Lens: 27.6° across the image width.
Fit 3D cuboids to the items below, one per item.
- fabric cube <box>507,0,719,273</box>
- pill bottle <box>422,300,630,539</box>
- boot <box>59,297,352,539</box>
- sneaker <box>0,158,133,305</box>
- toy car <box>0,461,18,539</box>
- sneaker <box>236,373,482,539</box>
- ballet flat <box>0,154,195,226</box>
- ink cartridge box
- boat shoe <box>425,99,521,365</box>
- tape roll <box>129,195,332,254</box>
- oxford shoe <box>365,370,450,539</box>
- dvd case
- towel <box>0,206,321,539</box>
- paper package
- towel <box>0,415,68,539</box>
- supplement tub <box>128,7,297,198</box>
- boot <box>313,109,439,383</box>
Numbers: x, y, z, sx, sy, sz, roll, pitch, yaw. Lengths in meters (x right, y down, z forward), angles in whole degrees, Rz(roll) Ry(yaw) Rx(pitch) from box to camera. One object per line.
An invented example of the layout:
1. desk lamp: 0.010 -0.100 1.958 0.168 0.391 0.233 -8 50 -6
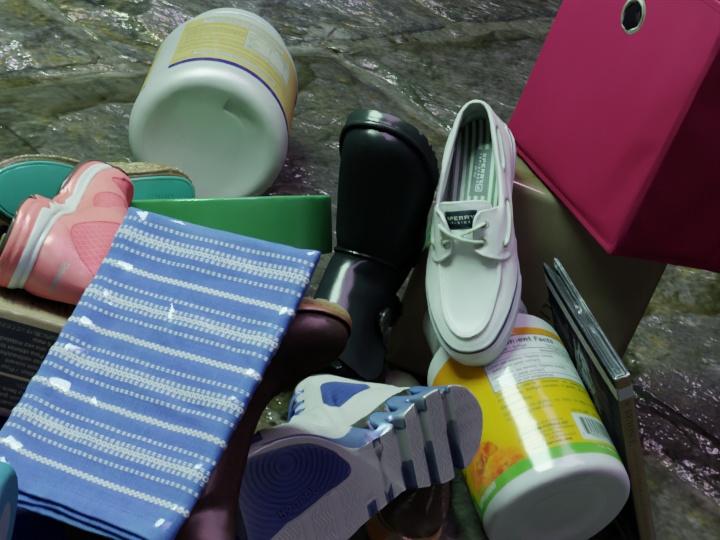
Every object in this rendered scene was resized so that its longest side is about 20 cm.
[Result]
1. fabric cube: 0.263 -0.132 1.146 0.199 0.200 0.196 9 29 -30
2. pill bottle: 0.115 0.104 1.107 0.111 0.111 0.200 6 43 -29
3. boot: -0.082 0.115 0.847 0.199 0.072 0.167 -21 54 5
4. sneaker: -0.179 -0.015 0.989 0.087 0.074 0.200 28 18 -1
5. toy car: -0.259 0.101 0.772 0.183 0.177 0.200 10 36 -2
6. sneaker: -0.026 0.123 0.977 0.199 0.081 0.115 -16 13 -35
7. ballet flat: -0.238 -0.063 1.246 0.199 0.071 0.065 4 5 -37
8. ink cartridge box: -0.182 0.049 1.004 0.164 0.075 0.200 17 10 -13
9. boat shoe: 0.078 -0.032 1.088 0.073 0.067 0.201 -7 64 17
10. tape roll: -0.122 -0.034 1.168 0.199 0.048 0.200 -2 2 0
11. oxford shoe: 0.041 0.126 1.088 0.071 0.073 0.200 15 28 -13
12. dvd case: 0.184 0.109 1.117 0.016 0.201 0.149 -19 36 -3
13. towel: -0.124 0.057 0.843 0.144 0.024 0.201 13 64 30
14. paper package: 0.141 0.010 1.235 0.190 0.201 0.104 20 26 -3
15. towel: -0.174 0.158 0.894 0.199 0.050 0.148 23 26 -1
16. supplement tub: -0.134 -0.158 1.387 0.145 0.146 0.200 19 28 -8
17. boot: 0.000 0.000 1.103 0.076 0.200 0.169 15 60 11
